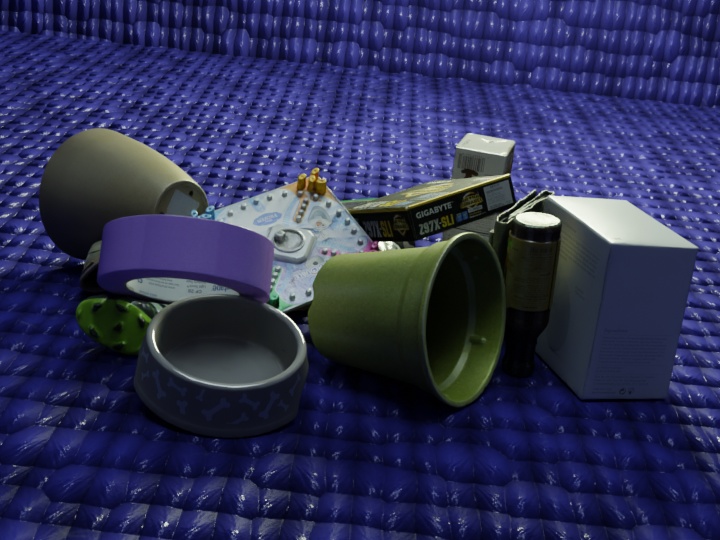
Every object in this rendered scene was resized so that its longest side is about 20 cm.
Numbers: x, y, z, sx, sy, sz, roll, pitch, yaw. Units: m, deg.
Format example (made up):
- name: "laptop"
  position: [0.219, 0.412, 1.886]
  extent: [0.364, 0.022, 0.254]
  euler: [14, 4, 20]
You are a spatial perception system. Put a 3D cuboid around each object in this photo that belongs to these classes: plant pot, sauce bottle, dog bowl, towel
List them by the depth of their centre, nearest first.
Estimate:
- name: "dog bowl"
  position: [-0.149, 0.097, 1.412]
  extent: [0.199, 0.059, 0.200]
  euler: [7, 32, -4]
- name: "plant pot"
  position: [0.047, 0.050, 1.518]
  extent: [0.184, 0.201, 0.200]
  euler: [5, 15, 33]
- name: "sauce bottle"
  position: [0.203, 0.031, 1.566]
  extent: [0.064, 0.201, 0.065]
  euler: [5, 19, -2]
- name: "towel"
  position: [0.188, 0.000, 1.654]
  extent: [0.034, 0.201, 0.192]
  euler: [21, 23, 22]
- name: "plant pot"
  position: [-0.304, -0.090, 1.745]
  extent: [0.187, 0.188, 0.200]
  euler: [-12, 18, -43]

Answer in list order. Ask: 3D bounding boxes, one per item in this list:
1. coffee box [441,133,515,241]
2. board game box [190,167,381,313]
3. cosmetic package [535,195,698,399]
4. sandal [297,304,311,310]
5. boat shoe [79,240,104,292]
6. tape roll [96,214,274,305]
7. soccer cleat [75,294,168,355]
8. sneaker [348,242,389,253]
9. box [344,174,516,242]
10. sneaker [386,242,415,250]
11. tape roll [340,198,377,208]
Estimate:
- name: "coffee box"
  position: [0.174, -0.093, 1.925]
  extent: [0.079, 0.201, 0.114]
  euler: [11, 20, 12]
- name: "board game box"
  position: [-0.092, -0.039, 1.644]
  extent: [0.199, 0.026, 0.200]
  euler: [-21, 51, -24]
- name: "cosmetic package"
  position: [0.307, 0.030, 1.605]
  extent: [0.122, 0.201, 0.199]
  euler: [1, 20, -16]
- name: "sandal"
  position: [-0.126, 0.002, 1.778]
  extent: [0.080, 0.054, 0.200]
  euler: [-10, 25, -37]
- name: "boat shoe"
  position: [-0.297, -0.010, 1.648]
  extent: [0.072, 0.065, 0.200]
  euler: [40, -32, -29]
- name: "tape roll"
  position: [-0.202, -0.006, 1.488]
  extent: [0.199, 0.066, 0.200]
  euler: [4, -13, 1]
- name: "soccer cleat"
  position: [-0.241, 0.069, 1.545]
  extent: [0.199, 0.068, 0.081]
  euler: [11, 8, -6]
- name: "sneaker"
  position: [0.000, 0.000, 1.696]
  extent: [0.075, 0.087, 0.200]
  euler: [15, 37, 7]
- name: "box"
  position: [0.084, -0.080, 1.687]
  extent: [0.159, 0.050, 0.200]
  euler: [-21, 10, -25]
- name: "sneaker"
  position: [0.028, -0.004, 1.845]
  extent: [0.088, 0.076, 0.200]
  euler: [32, 34, 26]
- name: "tape roll"
  position: [-0.043, -0.074, 1.957]
  extent: [0.200, 0.048, 0.200]
  euler: [-7, 8, 1]
